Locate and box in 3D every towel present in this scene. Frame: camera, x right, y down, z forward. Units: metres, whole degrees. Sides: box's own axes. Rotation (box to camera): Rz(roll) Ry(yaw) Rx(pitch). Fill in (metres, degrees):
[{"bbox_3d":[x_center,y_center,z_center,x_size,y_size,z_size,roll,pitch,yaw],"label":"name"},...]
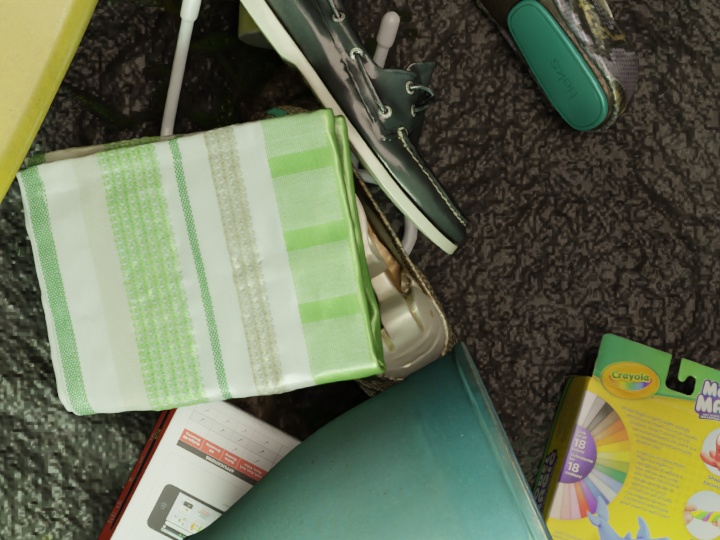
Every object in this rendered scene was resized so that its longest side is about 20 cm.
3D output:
[{"bbox_3d":[-0.086,-0.003,1.331,0.199,0.031,0.150,-8,96,25],"label":"towel"}]

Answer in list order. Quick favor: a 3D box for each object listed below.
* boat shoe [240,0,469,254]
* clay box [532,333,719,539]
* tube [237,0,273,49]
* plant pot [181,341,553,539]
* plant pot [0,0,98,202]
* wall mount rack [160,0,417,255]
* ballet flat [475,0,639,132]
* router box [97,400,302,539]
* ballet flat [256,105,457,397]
[{"bbox_3d":[0.008,-0.103,1.341,0.066,0.075,0.200,-37,90,2],"label":"boat shoe"},{"bbox_3d":[0.159,0.149,1.453,0.114,0.048,0.201,19,82,-12],"label":"clay box"},{"bbox_3d":[-0.040,-0.231,1.425,0.058,0.052,0.202,17,75,-55],"label":"tube"},{"bbox_3d":[0.012,0.169,1.304,0.187,0.200,0.201,-25,93,3],"label":"plant pot"},{"bbox_3d":[-0.218,-0.176,1.279,0.199,0.200,0.177,34,98,-9],"label":"plant pot"},{"bbox_3d":[-0.053,-0.065,1.399,0.198,0.075,0.175,6,86,-13],"label":"wall mount rack"},{"bbox_3d":[0.100,-0.176,1.453,0.072,0.072,0.201,-37,96,-12],"label":"ballet flat"},{"bbox_3d":[-0.056,0.188,1.400,0.199,0.049,0.180,29,82,-10],"label":"router box"},{"bbox_3d":[0.000,0.000,1.341,0.068,0.075,0.201,-31,98,-11],"label":"ballet flat"}]
